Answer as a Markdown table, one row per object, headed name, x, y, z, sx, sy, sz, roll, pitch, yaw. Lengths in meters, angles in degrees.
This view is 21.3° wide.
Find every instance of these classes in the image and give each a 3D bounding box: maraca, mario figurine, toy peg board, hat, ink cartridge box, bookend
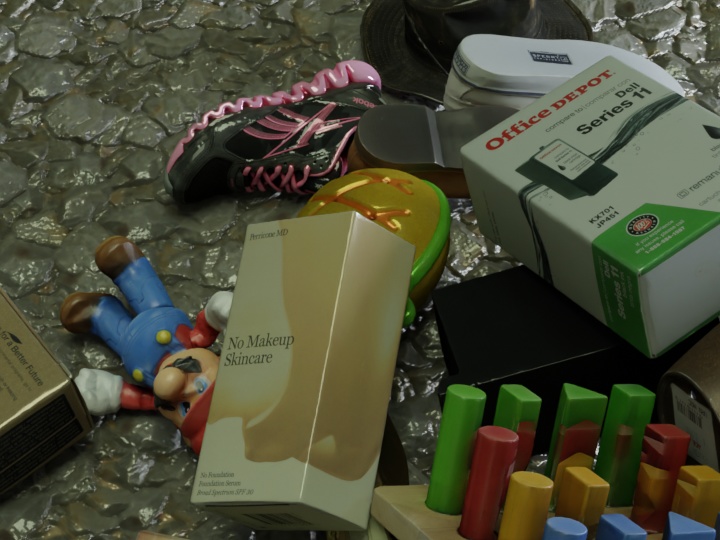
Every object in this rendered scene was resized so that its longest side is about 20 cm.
| name | x | y | z | sx | sy | sz | roll | pitch | yaw |
| --- | --- | --- | --- | --- | --- | --- | --- | --- | --- |
| maraca | 0.000 | 0.000 | 1.389 | 0.137 | 0.107 | 0.200 | -20 | 33 | 27 |
| mario figurine | -0.143 | 0.057 | 1.353 | 0.106 | 0.124 | 0.200 | -23 | 47 | -32 |
| toy peg board | 0.143 | 0.142 | 1.184 | 0.200 | 0.098 | 0.199 | 1 | 17 | -28 |
| hat | 0.097 | -0.220 | 1.595 | 0.200 | 0.081 | 0.201 | -1 | 49 | 1 |
| ink cartridge box | 0.184 | -0.049 | 1.305 | 0.147 | 0.083 | 0.200 | -33 | 41 | -18 |
| bookend | 0.134 | 0.024 | 1.381 | 0.200 | 0.092 | 0.199 | -16 | 44 | -3 |
| ink cartridge box | -0.311 | 0.078 | 1.358 | 0.165 | 0.075 | 0.200 | -34 | 56 | -14 |

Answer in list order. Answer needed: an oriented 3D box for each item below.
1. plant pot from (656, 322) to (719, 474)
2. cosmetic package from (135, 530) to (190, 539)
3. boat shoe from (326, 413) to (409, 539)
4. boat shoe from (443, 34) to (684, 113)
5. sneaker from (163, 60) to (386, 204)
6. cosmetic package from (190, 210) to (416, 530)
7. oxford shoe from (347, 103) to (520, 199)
| name | x | y | z | sx | sy | sz | roll | pitch | yaw |
| --- | --- | --- | --- | --- | --- | --- | --- | --- | --- |
| plant pot | 0.303 | 0.076 | 1.258 | 0.200 | 0.187 | 0.187 | -19 | 51 | -17 |
| cosmetic package | -0.049 | 0.236 | 1.187 | 0.200 | 0.087 | 0.104 | 8 | 69 | 17 |
| boat shoe | -0.006 | 0.151 | 1.294 | 0.066 | 0.074 | 0.200 | -30 | 45 | 17 |
| boat shoe | 0.162 | -0.139 | 1.534 | 0.200 | 0.066 | 0.072 | 2 | 43 | -24 |
| sneaker | -0.056 | -0.092 | 1.508 | 0.200 | 0.079 | 0.095 | -25 | 65 | -15 |
| cosmetic package | -0.037 | 0.068 | 1.269 | 0.105 | 0.071 | 0.200 | -8 | 64 | 39 |
| oxford shoe | 0.085 | -0.085 | 1.494 | 0.200 | 0.071 | 0.071 | 7 | 61 | -13 |
